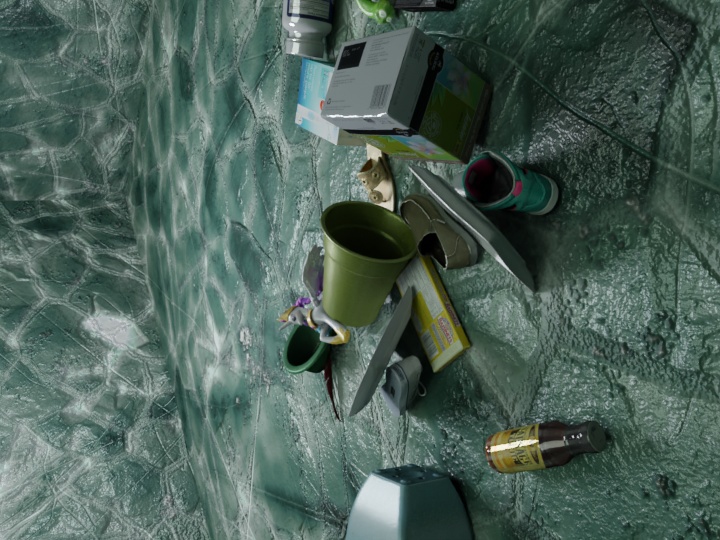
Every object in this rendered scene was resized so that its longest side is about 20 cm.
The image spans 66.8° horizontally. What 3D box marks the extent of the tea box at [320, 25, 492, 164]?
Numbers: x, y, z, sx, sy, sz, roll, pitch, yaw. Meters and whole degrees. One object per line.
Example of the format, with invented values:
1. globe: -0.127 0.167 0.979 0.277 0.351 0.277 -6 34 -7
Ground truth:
1. tea box: 0.073 -0.277 0.899 0.198 0.193 0.138 21 93 54

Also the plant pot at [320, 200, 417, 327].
1. plant pot: 0.000 0.000 1.078 0.201 0.195 0.195 50 137 40

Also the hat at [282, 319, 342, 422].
1. hat: -0.088 0.229 1.394 0.203 0.175 0.164 -56 34 -9

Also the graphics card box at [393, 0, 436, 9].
1. graphics card box: 0.122 -0.557 0.936 0.124 0.050 0.207 30 118 50

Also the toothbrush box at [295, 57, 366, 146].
1. toothbrush box: -0.059 -0.372 1.205 0.199 0.083 0.151 38 125 46

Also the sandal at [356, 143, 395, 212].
1. sandal: 0.019 -0.208 1.122 0.077 0.068 0.220 -3 92 56

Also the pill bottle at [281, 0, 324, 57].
1. pill bottle: -0.118 -0.594 1.232 0.119 0.117 0.207 30 119 50

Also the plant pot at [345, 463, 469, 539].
1. plant pot: 0.090 0.481 1.016 0.193 0.191 0.208 -7 81 56

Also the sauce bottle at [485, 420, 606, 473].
1. sauce bottle: 0.271 0.260 0.814 0.199 0.064 0.068 -40 62 50

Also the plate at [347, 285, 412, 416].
1. plate: 0.044 0.161 1.045 0.032 0.202 0.203 25 138 7

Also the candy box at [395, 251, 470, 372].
1. candy box: 0.131 0.075 1.030 0.103 0.026 0.205 -49 54 46

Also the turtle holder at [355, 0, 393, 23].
1. turtle holder: 0.017 -0.577 1.017 0.129 0.139 0.192 16 100 36

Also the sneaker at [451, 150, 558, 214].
1. sneaker: 0.185 -0.131 0.827 0.198 0.118 0.087 19 96 53

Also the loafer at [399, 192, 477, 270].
1. loafer: 0.124 -0.070 0.969 0.200 0.068 0.077 46 150 42

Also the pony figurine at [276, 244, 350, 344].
1. pony figurine: -0.078 0.069 1.231 0.194 0.168 0.197 12 61 27

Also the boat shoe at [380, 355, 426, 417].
1. boat shoe: 0.091 0.218 1.073 0.075 0.084 0.205 52 160 28

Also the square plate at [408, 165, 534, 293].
1. square plate: 0.175 -0.067 0.825 0.029 0.199 0.199 -46 51 9
